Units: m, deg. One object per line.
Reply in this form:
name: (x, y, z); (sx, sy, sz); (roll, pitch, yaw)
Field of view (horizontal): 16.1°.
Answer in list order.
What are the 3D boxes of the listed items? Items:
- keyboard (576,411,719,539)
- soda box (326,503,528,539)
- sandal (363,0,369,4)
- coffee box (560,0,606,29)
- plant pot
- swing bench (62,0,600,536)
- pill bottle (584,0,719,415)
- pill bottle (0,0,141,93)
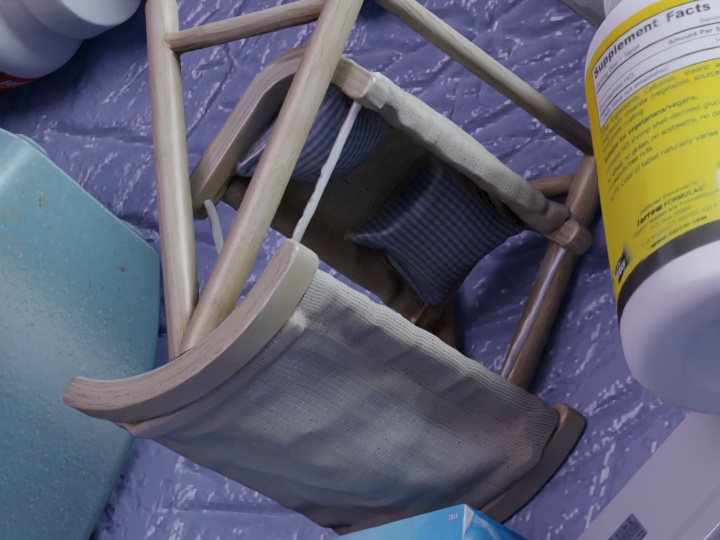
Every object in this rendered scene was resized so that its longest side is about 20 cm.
keyboard: (0.115, 0.119, 1.064); (0.200, 0.011, 0.056); (-49, 39, 11)
soda box: (-0.013, 0.162, 1.110); (0.199, 0.064, 0.068); (-20, 53, 38)
sandal: (-0.042, -0.200, 1.340); (0.057, 0.080, 0.201); (-43, 50, -8)
coffee box: (0.080, -0.190, 1.184); (0.080, 0.113, 0.200); (-50, 43, 9)
plant pot: (-0.219, 0.028, 1.295); (0.196, 0.196, 0.201); (23, 76, 46)
swing bench: (0.000, 0.000, 1.093); (0.129, 0.198, 0.202); (-9, 63, 39)
pill bottle: (0.151, -0.051, 1.041); (0.112, 0.112, 0.201); (-27, 49, 30)
pill bottle: (-0.226, -0.154, 1.445); (0.199, 0.116, 0.117); (-17, 57, 36)
